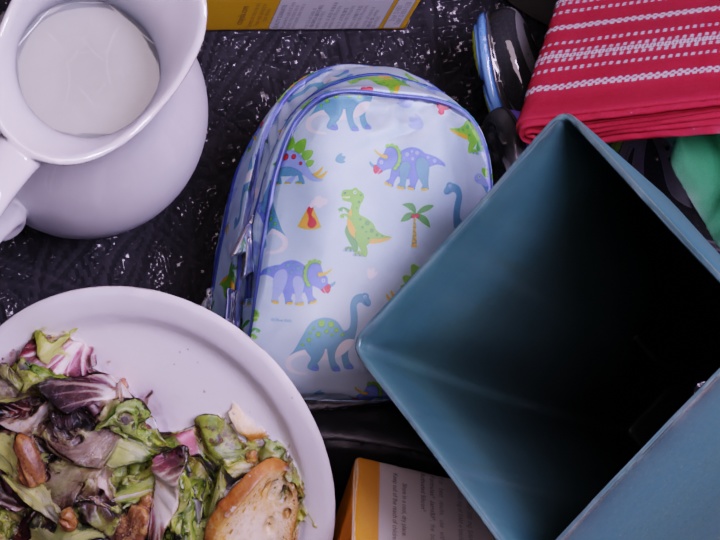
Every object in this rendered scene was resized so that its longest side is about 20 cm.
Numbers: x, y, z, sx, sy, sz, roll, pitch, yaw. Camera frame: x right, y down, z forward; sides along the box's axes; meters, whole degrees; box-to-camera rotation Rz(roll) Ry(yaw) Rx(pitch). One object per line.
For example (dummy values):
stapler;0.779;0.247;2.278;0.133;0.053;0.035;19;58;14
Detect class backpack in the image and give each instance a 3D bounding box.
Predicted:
backpack;0.000;0.000;1.031;0.162;0.154;0.202;7;66;-4

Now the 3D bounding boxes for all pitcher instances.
pitcher;-0.144;-0.062;0.974;0.121;0.200;0.172;37;79;-2

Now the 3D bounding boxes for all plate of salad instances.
plate of salad;-0.110;0.107;0.976;0.198;0.048;0.202;4;108;14

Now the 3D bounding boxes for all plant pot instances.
plant pot;0.131;0.053;0.932;0.141;0.200;0.142;-48;54;13

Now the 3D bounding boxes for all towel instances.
towel;0.163;-0.137;1.011;0.144;0.023;0.201;-4;46;29

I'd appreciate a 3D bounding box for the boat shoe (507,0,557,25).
boat shoe;0.081;-0.190;1.114;0.199;0.073;0.063;32;77;2

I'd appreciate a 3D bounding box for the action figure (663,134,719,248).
action figure;0.179;-0.083;1.005;0.118;0.200;0.055;-31;128;-3

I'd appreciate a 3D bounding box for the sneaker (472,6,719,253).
sneaker;0.135;-0.066;1.085;0.200;0.071;0.083;46;109;-4

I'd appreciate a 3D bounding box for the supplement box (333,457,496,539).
supplement box;0.075;0.180;0.997;0.198;0.127;0.074;14;31;-7

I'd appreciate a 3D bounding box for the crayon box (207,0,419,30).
crayon box;-0.062;-0.165;1.051;0.198;0.126;0.052;-3;78;-12

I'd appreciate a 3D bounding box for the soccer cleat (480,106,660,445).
soccer cleat;0.113;0.007;1.059;0.073;0.068;0.202;-19;101;-10
